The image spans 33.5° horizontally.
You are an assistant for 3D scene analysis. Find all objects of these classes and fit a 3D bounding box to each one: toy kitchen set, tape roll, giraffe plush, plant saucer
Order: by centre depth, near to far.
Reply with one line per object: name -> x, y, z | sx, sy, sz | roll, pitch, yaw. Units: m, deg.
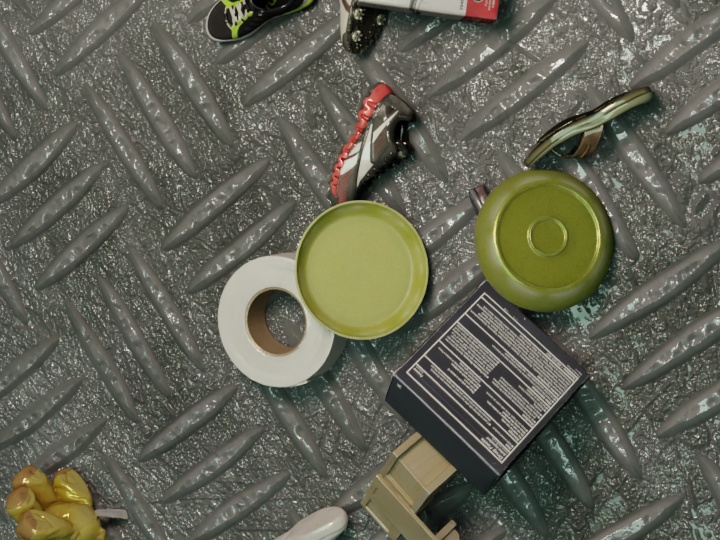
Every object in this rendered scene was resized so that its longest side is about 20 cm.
plant saucer -> 0.257, -0.045, 1.654 | 0.197, 0.031, 0.203 | 1, 81, -4
plant saucer -> 0.000, 0.000, 1.758 | 0.197, 0.031, 0.203 | 1, 86, -10
toy kitchen set -> 0.132, 0.320, 1.766 | 0.163, 0.180, 0.201 | 47, 149, 14
tape roll -> -0.117, 0.076, 1.838 | 0.200, 0.071, 0.205 | 2, 96, 20
giraffe plush -> -0.512, 0.445, 2.003 | 0.198, 0.173, 0.163 | 22, 117, -17

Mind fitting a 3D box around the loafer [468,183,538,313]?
loafer -> 0.224, -0.040, 1.705 | 0.063, 0.072, 0.201 | -29, 90, 1

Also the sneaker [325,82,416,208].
sneaker -> 0.020, -0.169, 1.760 | 0.097, 0.071, 0.202 | 30, 104, 18

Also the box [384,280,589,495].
box -> 0.171, 0.163, 1.661 | 0.200, 0.124, 0.198 | 43, 68, 13

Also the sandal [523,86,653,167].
sandal -> 0.314, -0.187, 1.645 | 0.199, 0.080, 0.058 | -26, 100, 21

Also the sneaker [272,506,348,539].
sneaker -> -0.082, 0.443, 1.870 | 0.199, 0.075, 0.089 | -35, 95, 26

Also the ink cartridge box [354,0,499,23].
ink cartridge box -> 0.098, -0.430, 1.662 | 0.197, 0.084, 0.146 | 7, 98, -2

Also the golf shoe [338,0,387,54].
golf shoe -> -0.006, -0.420, 1.756 | 0.087, 0.077, 0.203 | 14, 98, 39

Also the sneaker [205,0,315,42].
sneaker -> -0.159, -0.405, 1.800 | 0.198, 0.083, 0.073 | -20, 88, 22
